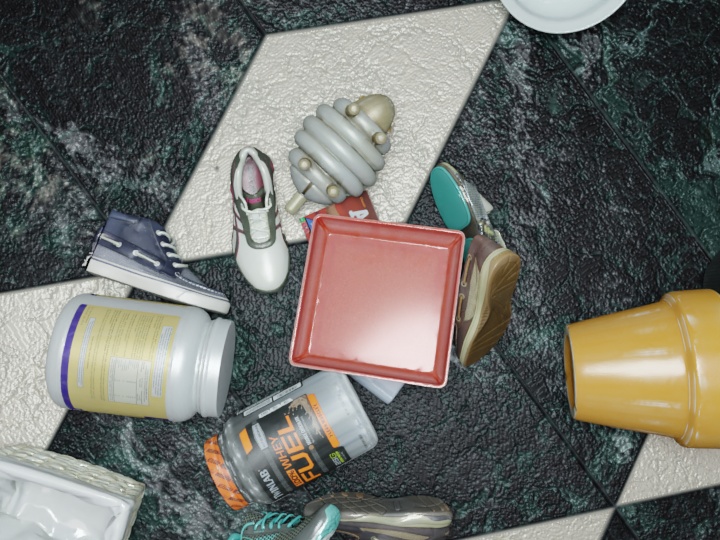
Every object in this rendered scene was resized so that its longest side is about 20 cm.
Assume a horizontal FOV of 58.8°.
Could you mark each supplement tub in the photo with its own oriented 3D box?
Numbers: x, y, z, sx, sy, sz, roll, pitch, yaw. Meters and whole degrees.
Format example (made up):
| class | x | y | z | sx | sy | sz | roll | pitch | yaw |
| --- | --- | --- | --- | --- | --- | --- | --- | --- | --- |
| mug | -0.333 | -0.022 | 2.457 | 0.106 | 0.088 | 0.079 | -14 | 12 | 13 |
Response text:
| class | x | y | z | sx | sy | sz | roll | pitch | yaw |
| --- | --- | --- | --- | --- | --- | --- | --- | --- | --- |
| supplement tub | -0.268 | 0.111 | 0.803 | 0.199 | 0.145 | 0.146 | 8 | 86 | -3 |
| supplement tub | -0.089 | 0.215 | 0.821 | 0.200 | 0.123 | 0.123 | -28 | 89 | -4 |

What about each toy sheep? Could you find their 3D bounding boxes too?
| class | x | y | z | sx | sy | sz | roll | pitch | yaw |
| --- | --- | --- | --- | --- | --- | --- | --- | --- | --- |
| toy sheep | -0.031 | -0.152 | 0.841 | 0.200 | 0.138 | 0.138 | -43 | 90 | 3 |

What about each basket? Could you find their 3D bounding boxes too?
| class | x | y | z | sx | sy | sz | roll | pitch | yaw |
| --- | --- | --- | --- | --- | --- | --- | --- | --- | --- |
| basket | -0.386 | 0.308 | 0.796 | 0.199 | 0.123 | 0.136 | 19 | 86 | -3 |

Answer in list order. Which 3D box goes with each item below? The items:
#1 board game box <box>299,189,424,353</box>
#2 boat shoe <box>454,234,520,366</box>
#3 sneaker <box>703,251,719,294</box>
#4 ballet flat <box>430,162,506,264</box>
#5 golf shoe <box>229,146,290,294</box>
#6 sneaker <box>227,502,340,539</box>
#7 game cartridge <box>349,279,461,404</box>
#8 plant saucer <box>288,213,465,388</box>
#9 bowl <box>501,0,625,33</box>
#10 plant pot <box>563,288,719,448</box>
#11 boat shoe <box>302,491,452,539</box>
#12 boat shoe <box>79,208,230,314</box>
| class | x | y | z | sx | sy | sz | roll | pitch | yaw |
| --- | --- | --- | --- | --- | --- | --- | --- | --- | --- |
| board game box | 0.000 | 0.000 | 0.859 | 0.103 | 0.019 | 0.200 | -23 | 76 | 0 |
| boat shoe | 0.151 | 0.040 | 0.839 | 0.072 | 0.200 | 0.072 | -24 | 48 | -26 |
| sneaker | 0.534 | 0.055 | 0.901 | 0.088 | 0.074 | 0.201 | 32 | 69 | -31 |
| ballet flat | 0.159 | -0.059 | 0.888 | 0.072 | 0.072 | 0.201 | -21 | 89 | -5 |
| golf shoe | -0.141 | -0.066 | 0.851 | 0.077 | 0.088 | 0.201 | -10 | 89 | -6 |
| sneaker | -0.111 | 0.341 | 0.812 | 0.200 | 0.078 | 0.091 | -43 | 78 | 22 |
| game cartridge | 0.044 | 0.065 | 0.882 | 0.133 | 0.040 | 0.200 | 36 | 85 | 3 |
| plant saucer | 0.023 | 0.038 | 0.820 | 0.199 | 0.037 | 0.201 | 7 | 78 | 8 |
| bowl | 0.280 | -0.435 | 0.878 | 0.200 | 0.090 | 0.202 | 5 | 117 | 9 |
| plant pot | 0.366 | 0.130 | 0.833 | 0.183 | 0.200 | 0.201 | -4 | 87 | 12 |
| boat shoe | 0.022 | 0.343 | 0.846 | 0.199 | 0.074 | 0.074 | 2 | 92 | 2 |
| boat shoe | -0.259 | -0.012 | 0.847 | 0.199 | 0.075 | 0.093 | 20 | 79 | -9 |
